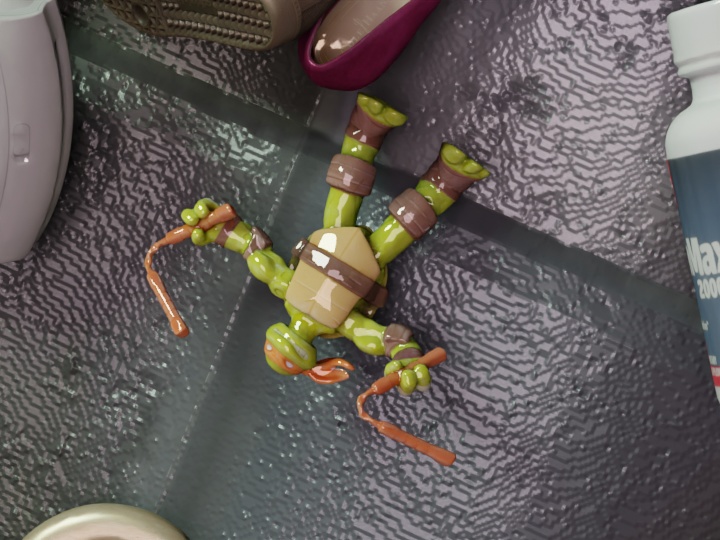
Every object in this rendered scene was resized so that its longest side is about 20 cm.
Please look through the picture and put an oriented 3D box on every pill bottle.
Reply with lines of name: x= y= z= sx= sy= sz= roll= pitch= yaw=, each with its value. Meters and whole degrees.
pill bottle: x=0.216 y=-0.039 z=1.427 sx=0.119 sy=0.120 sz=0.201 roll=-12 pitch=90 yaw=12

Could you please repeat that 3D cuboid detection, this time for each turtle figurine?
turtle figurine: x=0.000 y=0.000 z=1.501 sx=0.199 sy=0.064 sz=0.162 roll=34 pitch=92 yaw=16

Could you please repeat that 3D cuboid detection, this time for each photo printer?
photo printer: x=-0.247 y=-0.096 z=1.517 sx=0.199 sy=0.070 sz=0.167 roll=15 pitch=123 yaw=11

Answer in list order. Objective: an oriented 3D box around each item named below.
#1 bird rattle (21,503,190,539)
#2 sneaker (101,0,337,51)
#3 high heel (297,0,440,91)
bird rattle: x=-0.153 y=0.199 z=1.548 sx=0.163 sy=0.113 sz=0.200 roll=-42 pitch=72 yaw=-1
sneaker: x=-0.077 y=-0.162 z=1.487 sx=0.200 sy=0.075 sz=0.071 roll=26 pitch=141 yaw=45
high heel: x=0.032 y=-0.181 z=1.467 sx=0.067 sy=0.096 sz=0.200 roll=38 pitch=100 yaw=7
